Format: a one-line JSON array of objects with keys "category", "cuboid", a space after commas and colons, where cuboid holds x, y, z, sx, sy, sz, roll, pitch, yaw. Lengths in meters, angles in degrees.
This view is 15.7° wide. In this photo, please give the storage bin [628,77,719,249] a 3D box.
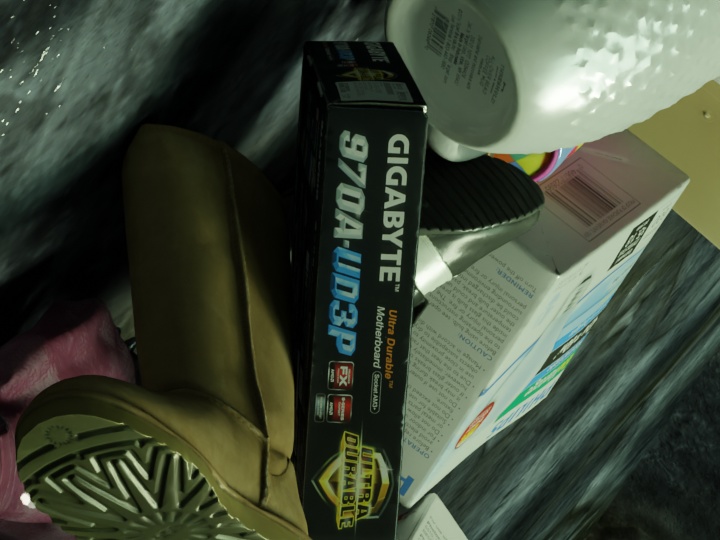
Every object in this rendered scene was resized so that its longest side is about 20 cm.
[{"category": "storage bin", "cuboid": [0.245, -0.121, 1.667, 0.094, 0.200, 0.199, -38, 163, -34]}]

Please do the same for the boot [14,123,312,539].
[{"category": "boot", "cuboid": [-0.082, 0.023, 1.070, 0.066, 0.201, 0.175, -21, 142, 20]}]

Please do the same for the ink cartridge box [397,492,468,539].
[{"category": "ink cartridge box", "cuboid": [-0.017, 0.237, 1.553, 0.146, 0.084, 0.200, -28, -167, 31]}]

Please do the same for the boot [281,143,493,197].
[{"category": "boot", "cuboid": [0.002, -0.042, 1.369, 0.200, 0.074, 0.075, -51, 156, 7]}]

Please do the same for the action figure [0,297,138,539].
[{"category": "action figure", "cuboid": [-0.171, 0.073, 1.087, 0.148, 0.135, 0.200, -19, 178, 28]}]

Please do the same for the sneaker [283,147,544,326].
[{"category": "sneaker", "cuboid": [0.000, 0.000, 1.325, 0.199, 0.074, 0.089, -17, 132, -19]}]

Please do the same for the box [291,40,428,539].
[{"category": "box", "cuboid": [-0.005, 0.007, 1.174, 0.159, 0.046, 0.201, -108, -159, -75]}]

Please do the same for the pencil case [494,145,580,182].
[{"category": "pencil case", "cuboid": [0.135, -0.126, 1.535, 0.200, 0.088, 0.089, -39, 164, -39]}]

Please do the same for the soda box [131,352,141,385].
[{"category": "soda box", "cuboid": [-0.121, 0.081, 1.290, 0.070, 0.063, 0.200, -50, 167, -6]}]

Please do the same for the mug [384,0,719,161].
[{"category": "mug", "cuboid": [0.094, -0.122, 1.274, 0.175, 0.148, 0.200, -33, 165, -34]}]

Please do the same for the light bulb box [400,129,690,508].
[{"category": "light bulb box", "cuboid": [0.071, 0.008, 1.605, 0.198, 0.125, 0.200, -33, 158, -53]}]
